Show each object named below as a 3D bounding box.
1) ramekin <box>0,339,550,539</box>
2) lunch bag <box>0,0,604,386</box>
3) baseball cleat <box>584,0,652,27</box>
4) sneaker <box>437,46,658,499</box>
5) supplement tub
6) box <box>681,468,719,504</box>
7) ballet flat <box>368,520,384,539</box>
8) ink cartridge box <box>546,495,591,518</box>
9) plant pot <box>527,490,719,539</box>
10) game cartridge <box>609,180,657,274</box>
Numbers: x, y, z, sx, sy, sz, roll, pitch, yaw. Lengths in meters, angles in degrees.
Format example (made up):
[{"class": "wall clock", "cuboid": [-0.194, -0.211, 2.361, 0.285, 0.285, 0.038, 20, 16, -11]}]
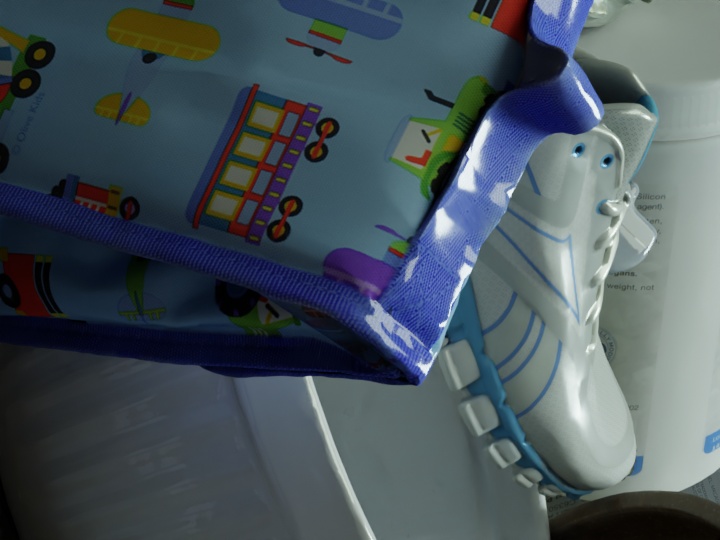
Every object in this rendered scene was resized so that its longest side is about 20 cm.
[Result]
[{"class": "ramekin", "cuboid": [-0.027, 0.044, 0.727, 0.200, 0.104, 0.202, -19, 90, -73]}, {"class": "lunch bag", "cuboid": [-0.029, -0.058, 0.594, 0.094, 0.199, 0.151, 51, 58, -45]}, {"class": "baseball cleat", "cuboid": [0.019, -0.145, 0.812, 0.200, 0.106, 0.070, 34, 78, -48]}, {"class": "sneaker", "cuboid": [0.054, -0.015, 0.721, 0.075, 0.086, 0.201, -86, 153, -54]}, {"class": "supplement tub", "cuboid": [0.100, -0.023, 0.943, 0.132, 0.131, 0.201, -84, 177, -53]}, {"class": "box", "cuboid": [0.217, 0.040, 1.064, 0.201, 0.175, 0.097, 70, 16, 5]}, {"class": "ballet flat", "cuboid": [0.042, 0.153, 0.873, 0.067, 0.067, 0.201, -38, 119, -30]}, {"class": "ink cartridge box", "cuboid": [0.101, 0.121, 1.056, 0.201, 0.084, 0.147, -85, 151, -52]}, {"class": "plant pot", "cuboid": [0.123, 0.204, 0.771, 0.198, 0.200, 0.201, 35, 35, -30]}, {"class": "game cartridge", "cuboid": [-0.005, -0.062, 0.821, 0.200, 0.133, 0.042, 42, 63, -14]}]
